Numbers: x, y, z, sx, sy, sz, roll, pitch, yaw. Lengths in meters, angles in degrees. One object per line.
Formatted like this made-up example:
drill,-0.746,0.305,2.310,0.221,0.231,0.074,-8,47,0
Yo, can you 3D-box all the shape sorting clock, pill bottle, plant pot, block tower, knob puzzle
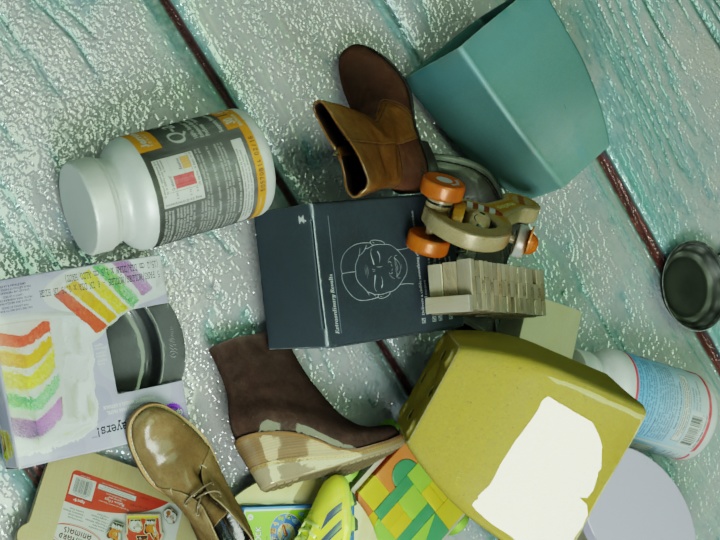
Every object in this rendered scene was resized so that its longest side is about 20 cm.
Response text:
shape sorting clock,-0.075,0.317,1.554,0.198,0.039,0.203,0,90,-20
pill bottle,-0.195,-0.088,1.476,0.198,0.116,0.118,-18,96,-29
plant pot,0.179,-0.190,1.665,0.141,0.141,0.201,-40,100,-24
block tower,0.140,0.022,1.588,0.199,0.054,0.059,4,81,-59
knob puzzle,-0.255,0.294,1.456,0.218,0.030,0.222,12,66,-28
pill bottle,0.324,0.156,1.755,0.198,0.108,0.110,17,79,-27
plant pot,0.151,0.167,1.547,0.199,0.194,0.197,28,95,-7

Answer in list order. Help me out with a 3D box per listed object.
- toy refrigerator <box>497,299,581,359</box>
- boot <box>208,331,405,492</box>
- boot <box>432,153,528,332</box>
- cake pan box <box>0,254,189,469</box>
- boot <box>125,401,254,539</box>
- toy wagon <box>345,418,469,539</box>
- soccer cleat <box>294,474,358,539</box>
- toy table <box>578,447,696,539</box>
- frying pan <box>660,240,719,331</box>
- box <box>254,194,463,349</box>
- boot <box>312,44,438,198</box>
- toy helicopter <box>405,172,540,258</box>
toy refrigerator,0.191,0.136,1.708,0.075,0.070,0.202,17,79,-20
boot,-0.054,0.137,1.555,0.198,0.072,0.168,-8,69,-35
boot,0.112,-0.023,1.666,0.199,0.069,0.176,32,72,-31
cake pan box,-0.273,0.088,1.454,0.198,0.052,0.186,-8,90,-33
boot,-0.159,0.216,1.451,0.073,0.075,0.201,-38,108,-16
toy wagon,0.063,0.241,1.644,0.200,0.039,0.156,-45,108,-23
soccer cleat,-0.058,0.307,1.507,0.083,0.065,0.202,16,84,-12
toy table,0.296,0.286,1.728,0.184,0.117,0.201,-40,107,-25
frying pan,0.441,-0.011,1.874,0.115,0.031,0.191,39,67,-22
box,0.000,0.000,1.567,0.199,0.107,0.150,-6,90,-40
boot,-0.007,-0.162,1.545,0.200,0.068,0.190,-7,75,-64
toy helicopter,0.146,-0.054,1.555,0.199,0.131,0.080,-19,129,-57
